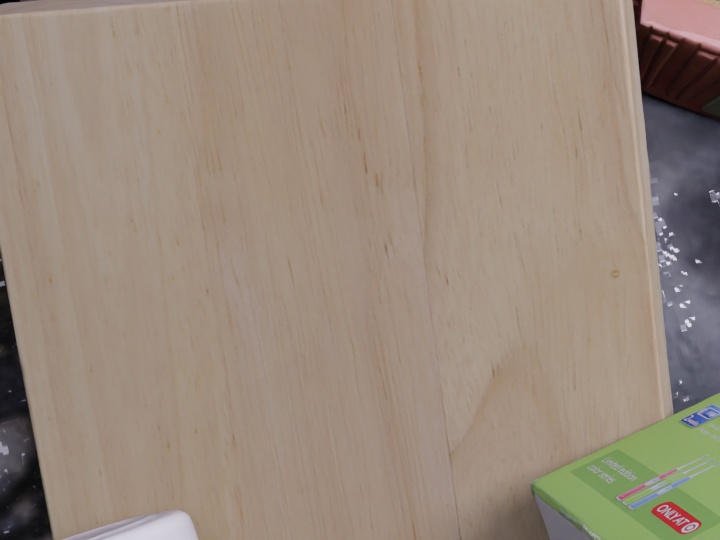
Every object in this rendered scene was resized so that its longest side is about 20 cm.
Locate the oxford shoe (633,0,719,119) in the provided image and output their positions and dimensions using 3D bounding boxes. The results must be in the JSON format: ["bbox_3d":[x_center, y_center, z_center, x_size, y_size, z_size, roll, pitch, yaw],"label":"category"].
[{"bbox_3d":[0.070,-0.121,0.893,0.200,0.071,0.074,27,73,-1],"label":"oxford shoe"}]

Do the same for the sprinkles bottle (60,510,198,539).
[{"bbox_3d":[-0.054,0.175,0.783,0.068,0.068,0.201,-18,89,-3],"label":"sprinkles bottle"}]

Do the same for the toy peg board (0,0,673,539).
[{"bbox_3d":[0.000,0.000,0.822,0.199,0.098,0.201,-3,108,15],"label":"toy peg board"}]

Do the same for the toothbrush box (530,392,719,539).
[{"bbox_3d":[0.168,0.070,0.713,0.200,0.146,0.086,-26,106,-10],"label":"toothbrush box"}]
